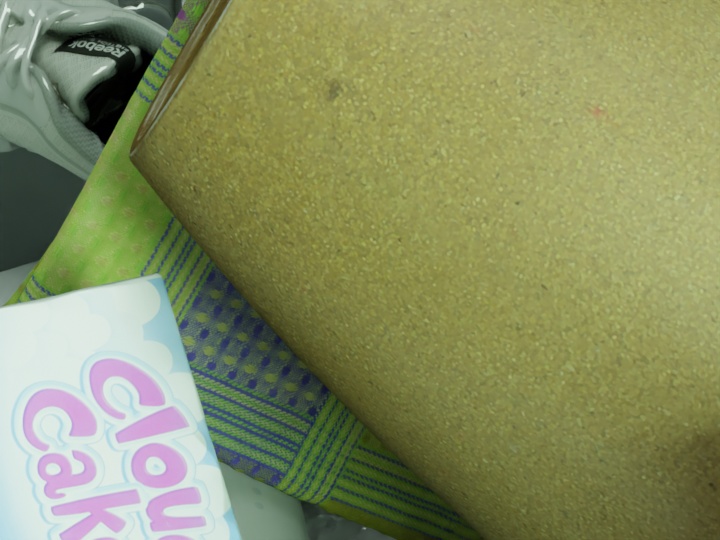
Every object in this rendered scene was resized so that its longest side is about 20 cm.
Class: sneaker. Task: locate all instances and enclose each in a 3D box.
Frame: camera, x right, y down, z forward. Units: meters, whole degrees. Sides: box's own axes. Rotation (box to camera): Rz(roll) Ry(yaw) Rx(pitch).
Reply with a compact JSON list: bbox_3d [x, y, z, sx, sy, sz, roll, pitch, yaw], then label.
[{"bbox_3d":[-0.098,-0.065,0.826,0.200,0.081,0.075,27,83,16],"label":"sneaker"}]

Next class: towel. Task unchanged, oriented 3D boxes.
[{"bbox_3d":[0.000,0.000,0.788,0.200,0.144,0.023,25,9,-35],"label":"towel"}]

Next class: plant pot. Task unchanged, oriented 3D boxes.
[{"bbox_3d":[0.050,-0.019,0.680,0.200,0.186,0.187,32,40,-8],"label":"plant pot"}]

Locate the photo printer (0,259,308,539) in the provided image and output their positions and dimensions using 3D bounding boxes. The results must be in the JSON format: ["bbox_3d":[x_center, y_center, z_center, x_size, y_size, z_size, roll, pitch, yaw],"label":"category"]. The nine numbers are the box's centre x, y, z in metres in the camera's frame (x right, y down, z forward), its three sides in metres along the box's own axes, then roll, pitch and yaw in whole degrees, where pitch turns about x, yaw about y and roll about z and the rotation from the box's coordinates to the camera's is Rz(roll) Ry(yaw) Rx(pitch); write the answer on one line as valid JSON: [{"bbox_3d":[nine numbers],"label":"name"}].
[{"bbox_3d":[-0.122,0.079,0.818,0.199,0.070,0.167,-17,48,-18],"label":"photo printer"}]

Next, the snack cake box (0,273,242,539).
[{"bbox_3d":[-0.060,0.118,0.683,0.067,0.115,0.200,-13,65,-14],"label":"snack cake box"}]

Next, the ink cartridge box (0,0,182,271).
[{"bbox_3d":[-0.160,-0.105,1.000,0.145,0.145,0.200,-13,40,-14],"label":"ink cartridge box"}]
